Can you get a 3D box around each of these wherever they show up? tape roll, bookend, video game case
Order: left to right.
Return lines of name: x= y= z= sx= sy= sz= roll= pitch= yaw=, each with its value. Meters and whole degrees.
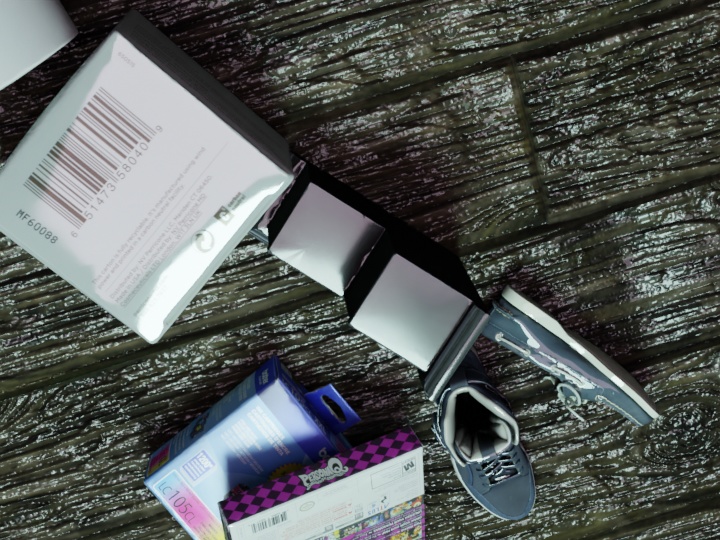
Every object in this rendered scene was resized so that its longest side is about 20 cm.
tape roll: x=-0.341 y=-0.178 z=1.239 sx=0.201 sy=0.203 sz=0.071 roll=-30 pitch=107 yaw=4
video game case: x=-0.032 y=0.248 z=1.402 sx=0.198 sy=0.036 sz=0.183 roll=-21 pitch=139 yaw=-14
bookend: x=0.000 y=0.000 z=1.318 sx=0.197 sy=0.200 sz=0.093 roll=31 pitch=101 yaw=-13

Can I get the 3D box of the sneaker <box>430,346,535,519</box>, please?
sneaker: x=0.124 y=0.179 z=1.407 sx=0.076 sy=0.146 sz=0.204 roll=-26 pitch=108 yaw=1

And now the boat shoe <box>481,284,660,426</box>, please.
boat shoe: x=0.204 y=0.095 z=1.426 sx=0.199 sy=0.075 sz=0.062 roll=36 pitch=98 yaw=-12

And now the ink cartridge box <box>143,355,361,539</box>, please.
ink cartridge box: x=-0.093 y=0.182 z=1.427 sx=0.199 sy=0.076 sz=0.137 roll=-39 pitch=105 yaw=5

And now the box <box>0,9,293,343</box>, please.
box: x=-0.194 y=-0.087 z=1.292 sx=0.199 sy=0.172 sz=0.199 roll=39 pitch=99 yaw=-14
